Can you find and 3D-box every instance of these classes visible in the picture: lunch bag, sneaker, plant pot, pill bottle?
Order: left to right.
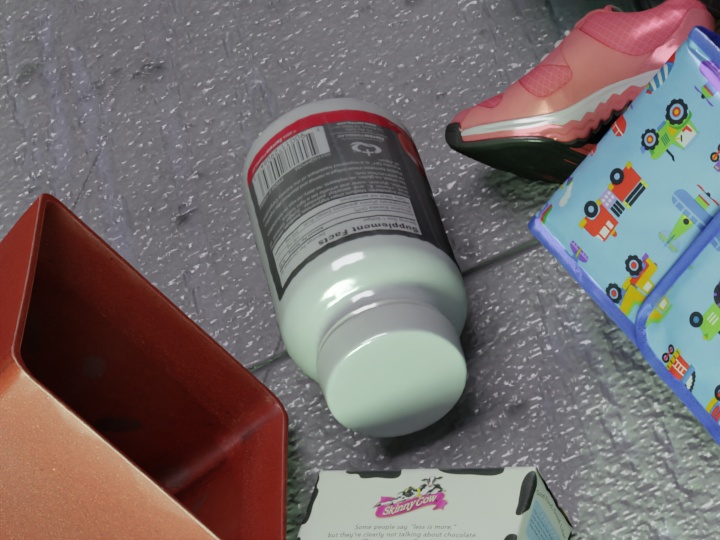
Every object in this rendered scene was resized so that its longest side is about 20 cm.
[{"bbox_3d":[-0.172,0.115,1.587,0.176,0.200,0.200,-40,21,17],"label":"plant pot"},{"bbox_3d":[0.000,0.000,1.669,0.111,0.111,0.200,-25,42,8],"label":"pill bottle"},{"bbox_3d":[0.135,-0.109,1.687,0.200,0.074,0.087,-13,63,43],"label":"sneaker"},{"bbox_3d":[0.210,-0.006,1.540,0.151,0.094,0.200,-51,52,21],"label":"lunch bag"}]

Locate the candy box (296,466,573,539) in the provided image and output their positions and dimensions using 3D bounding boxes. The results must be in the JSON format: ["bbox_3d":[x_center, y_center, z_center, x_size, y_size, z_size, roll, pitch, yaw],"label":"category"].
[{"bbox_3d":[0.020,0.200,1.504,0.136,0.061,0.200,-3,50,29],"label":"candy box"}]

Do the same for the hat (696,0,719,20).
[{"bbox_3d":[0.261,-0.222,1.649,0.200,0.081,0.201,-1,89,36],"label":"hat"}]

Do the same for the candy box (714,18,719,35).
[{"bbox_3d":[0.273,-0.095,1.638,0.115,0.055,0.200,-38,41,-8],"label":"candy box"}]
